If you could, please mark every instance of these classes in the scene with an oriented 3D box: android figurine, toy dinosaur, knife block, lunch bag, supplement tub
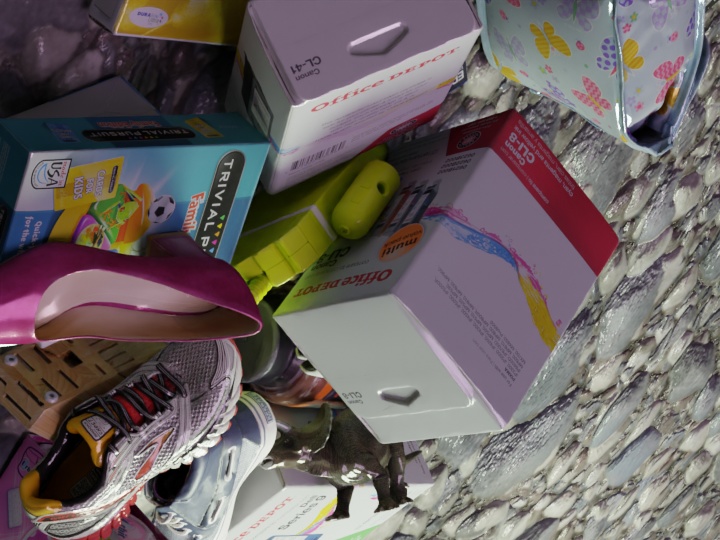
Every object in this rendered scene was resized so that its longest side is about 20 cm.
[{"bbox_3d":[-0.054,-0.031,1.535,0.041,0.182,0.200,54,42,-17],"label":"android figurine"},{"bbox_3d":[0.006,0.146,1.665,0.200,0.077,0.103,-10,86,-49],"label":"toy dinosaur"},{"bbox_3d":[-0.204,0.116,1.567,0.200,0.064,0.176,-27,144,-41],"label":"knife block"},{"bbox_3d":[0.186,-0.204,1.633,0.127,0.169,0.200,-35,139,-25],"label":"lunch bag"},{"bbox_3d":[-0.028,0.062,1.693,0.200,0.107,0.107,7,117,-51],"label":"supplement tub"}]

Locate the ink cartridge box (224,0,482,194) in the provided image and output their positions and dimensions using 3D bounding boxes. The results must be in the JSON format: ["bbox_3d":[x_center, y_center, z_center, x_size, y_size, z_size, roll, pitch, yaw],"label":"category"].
[{"bbox_3d":[-0.010,-0.143,1.432,0.147,0.086,0.200,-24,169,-14],"label":"ink cartridge box"}]

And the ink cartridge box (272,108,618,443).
[{"bbox_3d":[0.065,0.008,1.523,0.145,0.145,0.200,49,55,-22],"label":"ink cartridge box"}]

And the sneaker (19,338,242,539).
[{"bbox_3d":[-0.164,0.117,1.470,0.200,0.078,0.082,-48,153,-2],"label":"sneaker"}]

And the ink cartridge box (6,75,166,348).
[{"bbox_3d":[-0.200,-0.025,1.457,0.115,0.068,0.200,-25,138,-29],"label":"ink cartridge box"}]

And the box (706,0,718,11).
[{"bbox_3d":[0.316,-0.310,1.791,0.200,0.040,0.137,-42,143,-12],"label":"box"}]

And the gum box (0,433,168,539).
[{"bbox_3d":[-0.211,0.233,1.565,0.066,0.200,0.114,18,109,-53],"label":"gum box"}]

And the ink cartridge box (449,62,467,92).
[{"bbox_3d":[0.035,-0.178,1.604,0.099,0.039,0.200,-35,143,-22],"label":"ink cartridge box"}]

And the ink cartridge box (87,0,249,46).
[{"bbox_3d":[-0.074,-0.252,1.412,0.197,0.047,0.200,-1,124,-47],"label":"ink cartridge box"}]

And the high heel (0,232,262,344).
[{"bbox_3d":[-0.163,0.029,1.325,0.200,0.096,0.068,-10,130,-40],"label":"high heel"}]

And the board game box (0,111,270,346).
[{"bbox_3d":[-0.170,-0.030,1.386,0.200,0.047,0.151,-6,126,-42],"label":"board game box"}]

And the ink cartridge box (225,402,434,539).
[{"bbox_3d":[-0.059,0.185,1.754,0.145,0.088,0.200,-40,150,30],"label":"ink cartridge box"}]

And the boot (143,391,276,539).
[{"bbox_3d":[-0.144,0.176,1.613,0.090,0.073,0.200,-22,149,-45],"label":"boot"}]

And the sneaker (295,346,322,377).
[{"bbox_3d":[0.000,0.000,1.622,0.081,0.201,0.075,20,151,-28],"label":"sneaker"}]
